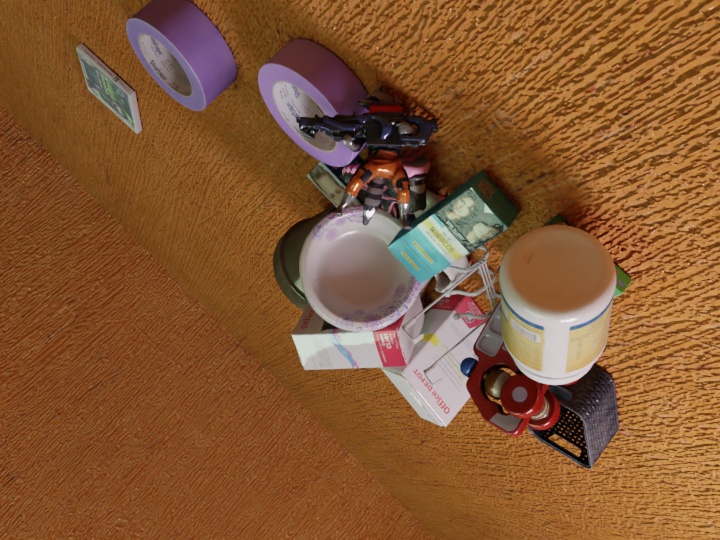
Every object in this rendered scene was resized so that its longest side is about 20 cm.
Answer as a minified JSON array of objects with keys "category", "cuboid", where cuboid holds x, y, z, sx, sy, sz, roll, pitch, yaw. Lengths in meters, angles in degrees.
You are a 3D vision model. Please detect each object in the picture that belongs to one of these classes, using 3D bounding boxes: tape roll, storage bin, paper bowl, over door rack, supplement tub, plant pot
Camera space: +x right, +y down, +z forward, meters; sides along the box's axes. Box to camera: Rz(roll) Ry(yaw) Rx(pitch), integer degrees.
[{"category":"tape roll","cuboid":[-0.067,-0.260,1.306,0.200,0.066,0.200,38,161,16]},{"category":"storage bin","cuboid":[0.361,0.236,1.439,0.135,0.094,0.201,29,155,36]},{"category":"tape roll","cuboid":[-0.322,-0.394,1.503,0.200,0.085,0.200,37,159,17]},{"category":"paper bowl","cuboid":[0.000,0.000,1.364,0.201,0.201,0.104,42,174,3]},{"category":"over door rack","cuboid":[0.144,0.067,1.350,0.066,0.200,0.148,29,158,38]},{"category":"supplement tub","cuboid":[0.258,0.052,1.102,0.144,0.145,0.200,32,157,28]},{"category":"plant pot","cuboid":[-0.047,-0.037,1.573,0.200,0.200,0.174,44,145,-1]}]

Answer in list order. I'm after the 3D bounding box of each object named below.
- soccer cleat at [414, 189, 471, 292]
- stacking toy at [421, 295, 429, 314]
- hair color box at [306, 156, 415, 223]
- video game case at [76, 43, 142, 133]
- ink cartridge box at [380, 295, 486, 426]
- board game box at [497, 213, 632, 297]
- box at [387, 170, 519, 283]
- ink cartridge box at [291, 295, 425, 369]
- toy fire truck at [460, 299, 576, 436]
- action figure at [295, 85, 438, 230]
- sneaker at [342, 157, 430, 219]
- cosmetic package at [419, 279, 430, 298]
[{"category":"soccer cleat","cuboid":[0.124,-0.046,1.346,0.069,0.078,0.201,23,152,44]},{"category":"stacking toy","cuboid":[0.136,0.121,1.676,0.200,0.086,0.085,47,161,-24]},{"category":"hair color box","cuboid":[0.004,-0.123,1.451,0.200,0.061,0.100,47,160,-6]},{"category":"video game case","cuboid":[-0.621,-0.447,2.068,0.182,0.023,0.200,42,160,5]},{"category":"ink cartridge box","cuboid":[0.154,0.160,1.526,0.145,0.200,0.083,51,159,-21]},{"category":"board game box","cuboid":[0.288,0.005,1.204,0.134,0.029,0.200,42,160,2]},{"category":"box","cuboid":[0.134,-0.060,1.232,0.082,0.049,0.200,46,137,-8]},{"category":"ink cartridge box","cuboid":[-0.001,0.097,1.461,0.199,0.148,0.086,-3,122,20]},{"category":"toy fire truck","cuboid":[0.250,0.154,1.336,0.167,0.201,0.112,29,177,38]},{"category":"action figure","cuboid":[0.004,-0.168,1.192,0.198,0.195,0.105,9,177,0]},{"category":"sneaker","cuboid":[0.038,-0.127,1.310,0.200,0.079,0.096,13,117,58]},{"category":"cosmetic package","cuboid":[0.050,0.059,1.564,0.101,0.074,0.201,33,124,16]}]
